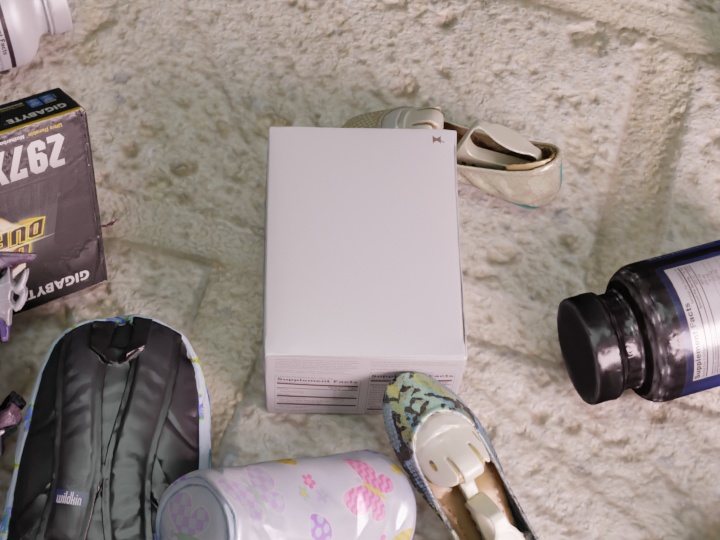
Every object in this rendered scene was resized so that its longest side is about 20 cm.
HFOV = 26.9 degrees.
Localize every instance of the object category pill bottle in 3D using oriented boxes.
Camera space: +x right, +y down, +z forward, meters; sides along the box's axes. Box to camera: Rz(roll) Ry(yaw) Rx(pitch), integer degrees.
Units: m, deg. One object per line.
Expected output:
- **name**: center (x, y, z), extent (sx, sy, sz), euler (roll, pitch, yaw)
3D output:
- **pill bottle**: center (-0.353, -0.217, 1.284), extent (0.198, 0.113, 0.113), euler (-19, 65, -13)
- **pill bottle**: center (0.262, 0.039, 1.188), extent (0.197, 0.112, 0.113), euler (-14, 64, -10)

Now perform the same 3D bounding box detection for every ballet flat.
- **ballet flat**: center (0.084, 0.162, 1.099), extent (0.074, 0.074, 0.201), euler (-33, 93, -19)
- **ballet flat**: center (0.078, -0.110, 1.280), extent (0.197, 0.063, 0.068), euler (15, 48, 4)

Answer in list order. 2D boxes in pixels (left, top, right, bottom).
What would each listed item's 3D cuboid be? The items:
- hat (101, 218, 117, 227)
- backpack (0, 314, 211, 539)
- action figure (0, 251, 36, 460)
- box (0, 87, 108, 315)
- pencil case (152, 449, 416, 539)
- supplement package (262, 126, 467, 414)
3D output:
- **hat**: center (-0.353, -0.070, 1.250), extent (0.175, 0.165, 0.201), euler (-10, 65, -55)
- **backpack**: center (-0.181, 0.134, 1.109), extent (0.161, 0.154, 0.203), euler (0, 84, 2)
- **action figure**: center (-0.273, 0.087, 1.087), extent (0.068, 0.130, 0.203), euler (1, 89, -18)
- **box**: center (-0.297, -0.034, 1.145), extent (0.198, 0.162, 0.049), euler (-21, 37, -28)
- **pencil case**: center (-0.048, 0.178, 1.062), extent (0.199, 0.083, 0.092), euler (-1, 68, -48)
- **supplement package**: center (0.000, 0.000, 1.194), extent (0.153, 0.111, 0.203), euler (1, 62, -3)
